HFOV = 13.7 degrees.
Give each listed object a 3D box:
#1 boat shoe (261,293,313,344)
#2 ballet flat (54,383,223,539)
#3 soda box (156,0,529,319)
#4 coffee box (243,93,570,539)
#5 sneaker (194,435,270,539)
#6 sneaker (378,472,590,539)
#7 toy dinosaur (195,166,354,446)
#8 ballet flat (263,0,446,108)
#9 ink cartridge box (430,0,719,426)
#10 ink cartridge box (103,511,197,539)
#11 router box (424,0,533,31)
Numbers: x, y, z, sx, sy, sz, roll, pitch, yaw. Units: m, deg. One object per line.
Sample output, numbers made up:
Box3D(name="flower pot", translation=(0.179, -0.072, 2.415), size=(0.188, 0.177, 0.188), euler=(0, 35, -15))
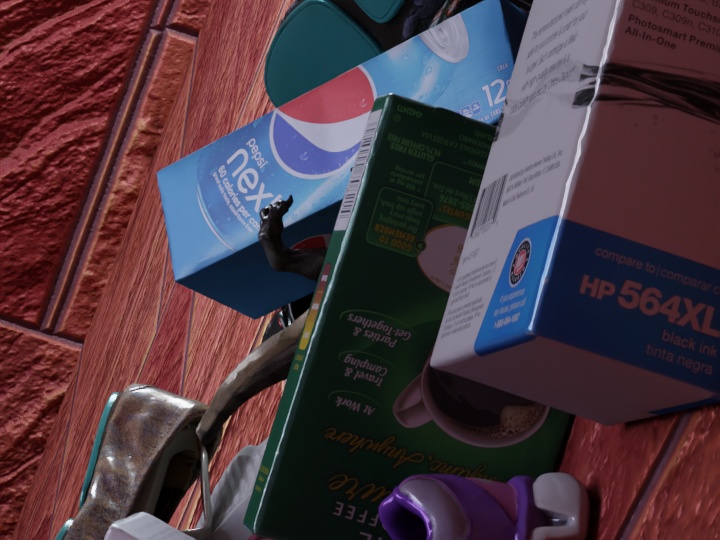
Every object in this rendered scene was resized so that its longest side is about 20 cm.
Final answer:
Box3D(name="boat shoe", translation=(-0.009, 0.016, 1.520), size=(0.201, 0.063, 0.074), euler=(-25, 49, 65))
Box3D(name="ballet flat", translation=(-0.107, 0.129, 1.395), size=(0.068, 0.067, 0.200), euler=(89, -167, -47))
Box3D(name="soda box", translation=(0.005, -0.051, 1.397), size=(0.200, 0.068, 0.064), euler=(-26, 60, 25))
Box3D(name="coffee box", translation=(0.034, 0.035, 1.291), size=(0.044, 0.123, 0.200), euler=(-177, 103, -78))
Box3D(name="sneaker", translation=(-0.017, 0.127, 1.437), size=(0.075, 0.105, 0.200), euler=(-65, 11, -28))
Box3D(name="sneaker", translation=(0.029, 0.166, 1.189), size=(0.080, 0.088, 0.200), euler=(130, 155, -63))
Box3D(name="toy dinosaur", translation=(0.000, 0.000, 1.339), size=(0.047, 0.200, 0.088), euler=(-58, -56, -83))
Box3D(name="ballet flat", translation=(0.014, -0.138, 1.514), size=(0.200, 0.072, 0.072), euler=(129, 157, -56))
Box3D(name="ink cartridge box", translation=(0.106, -0.051, 1.146), size=(0.146, 0.084, 0.200), euler=(152, 135, -76))
Box3D(name="ink cartridge box", translation=(-0.052, 0.235, 1.303), size=(0.043, 0.200, 0.198), euler=(-25, -40, -63))
Box3D(name="router box", translation=(0.046, -0.086, 1.548), size=(0.150, 0.062, 0.200), euler=(-66, 8, -14))
